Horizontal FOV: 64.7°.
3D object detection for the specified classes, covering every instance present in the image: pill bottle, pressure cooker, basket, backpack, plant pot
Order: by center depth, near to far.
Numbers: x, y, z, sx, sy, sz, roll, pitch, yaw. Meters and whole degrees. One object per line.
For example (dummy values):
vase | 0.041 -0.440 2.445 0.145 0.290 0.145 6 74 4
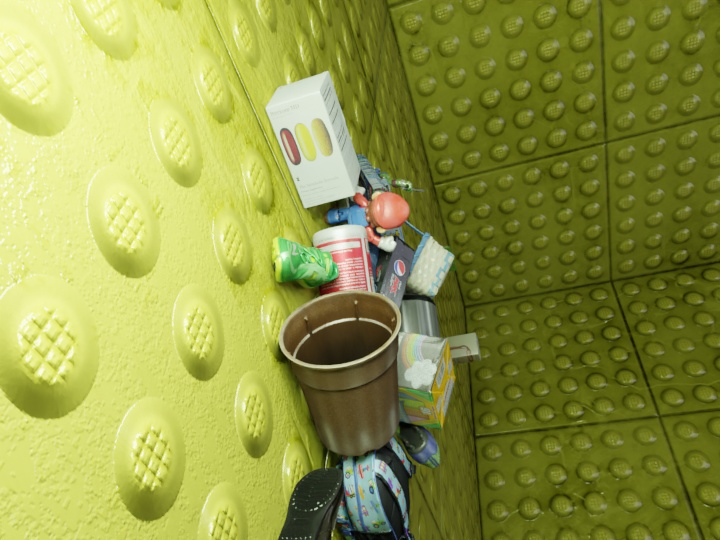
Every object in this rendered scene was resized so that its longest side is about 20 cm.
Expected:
plant pot | -0.019 0.173 0.927 0.202 0.192 0.205 -74 158 -59
backpack | 0.018 0.373 1.002 0.186 0.130 0.204 -82 157 -49
pill bottle | -0.028 0.024 1.102 0.112 0.108 0.208 12 69 -73
pressure cooker | 0.123 0.182 1.440 0.176 0.172 0.207 53 29 -64
basket | 0.133 -0.020 1.497 0.179 0.197 0.139 -56 177 -14

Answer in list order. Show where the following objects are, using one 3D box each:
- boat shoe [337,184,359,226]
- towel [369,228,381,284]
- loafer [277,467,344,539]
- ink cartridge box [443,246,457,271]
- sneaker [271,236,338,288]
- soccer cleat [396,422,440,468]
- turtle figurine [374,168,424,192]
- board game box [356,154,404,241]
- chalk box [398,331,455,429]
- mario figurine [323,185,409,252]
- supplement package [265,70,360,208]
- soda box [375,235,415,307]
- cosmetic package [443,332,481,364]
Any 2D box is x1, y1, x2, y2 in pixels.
boat shoe | -0.021 -0.141 1.297 0.075 0.060 0.207 135 -48 -55
towel | 0.000 0.000 1.249 0.047 0.113 0.204 25 42 -13
loafer | -0.072 0.368 0.815 0.201 0.070 0.074 -54 137 -59
ink cartridge box | 0.205 0.009 1.813 0.149 0.193 0.078 58 26 -52
sneaker | -0.090 -0.016 0.950 0.199 0.081 0.077 21 60 -72
soccer cleat | 0.105 0.325 1.141 0.084 0.064 0.200 50 -1 -18
turtle figurine | 0.097 -0.183 1.632 0.202 0.140 0.198 53 36 -35
board game box | 0.045 -0.144 1.362 0.202 0.060 0.205 -119 -163 -45
chalk box | 0.070 0.203 1.093 0.126 0.193 0.126 -63 146 -37
mario figurine | 0.023 -0.106 1.183 0.125 0.195 0.107 57 44 -28
supplement package | -0.084 -0.243 1.066 0.111 0.110 0.205 -80 154 -54
soda box | 0.057 0.032 1.248 0.070 0.062 0.206 33 61 -30
cosmetic package | 0.361 0.310 2.197 0.104 0.193 0.090 49 32 -60
